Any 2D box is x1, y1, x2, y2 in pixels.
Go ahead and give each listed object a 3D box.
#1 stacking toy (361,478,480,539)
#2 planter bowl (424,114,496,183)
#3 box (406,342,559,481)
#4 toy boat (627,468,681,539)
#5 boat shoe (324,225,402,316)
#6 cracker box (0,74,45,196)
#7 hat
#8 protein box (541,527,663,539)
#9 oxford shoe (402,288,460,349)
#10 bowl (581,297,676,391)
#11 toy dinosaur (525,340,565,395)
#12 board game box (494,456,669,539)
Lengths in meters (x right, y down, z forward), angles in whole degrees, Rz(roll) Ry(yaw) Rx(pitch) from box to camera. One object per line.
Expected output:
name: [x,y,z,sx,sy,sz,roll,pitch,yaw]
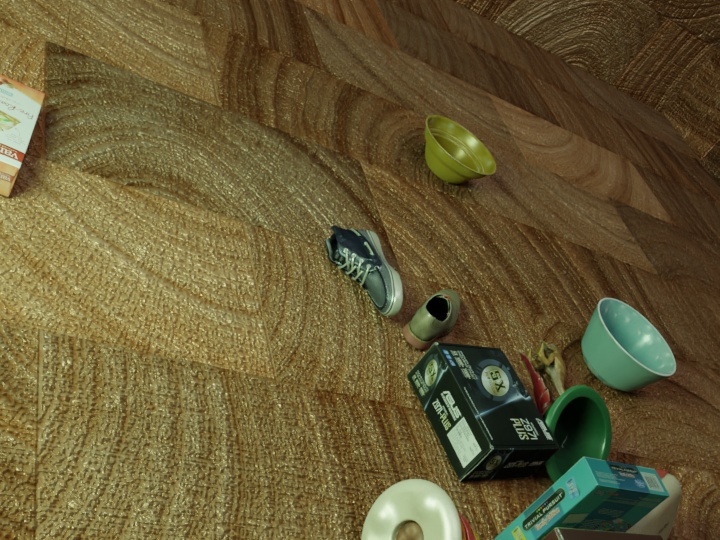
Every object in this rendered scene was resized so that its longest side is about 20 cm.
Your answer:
stacking toy: [0.108,0.353,1.120,0.199,0.146,0.147,31,27,-45]
planter bowl: [0.210,-0.261,2.052,0.199,0.084,0.202,28,32,-19]
box: [0.190,0.220,1.393,0.162,0.086,0.201,10,41,-40]
toy boat: [0.417,0.381,1.413,0.130,0.132,0.199,21,18,33]
boat shoe: [0.000,0.000,1.511,0.092,0.075,0.201,10,32,-28]
cracker box: [-0.524,-0.203,1.229,0.133,0.058,0.201,22,35,-24]
hat: [0.313,0.269,1.519,0.200,0.175,0.167,-41,112,-31]
protein box: [0.272,0.431,1.089,0.198,0.199,0.136,15,37,-33]
oxford shoe: [0.143,0.071,1.551,0.070,0.075,0.200,39,30,4]
bowl: [0.527,0.165,1.801,0.199,0.105,0.202,26,32,-18]
toy dinosaur: [0.359,0.183,1.647,0.105,0.061,0.201,31,32,-15]
board game box: [0.305,0.344,1.239,0.150,0.201,0.047,16,36,-32]
